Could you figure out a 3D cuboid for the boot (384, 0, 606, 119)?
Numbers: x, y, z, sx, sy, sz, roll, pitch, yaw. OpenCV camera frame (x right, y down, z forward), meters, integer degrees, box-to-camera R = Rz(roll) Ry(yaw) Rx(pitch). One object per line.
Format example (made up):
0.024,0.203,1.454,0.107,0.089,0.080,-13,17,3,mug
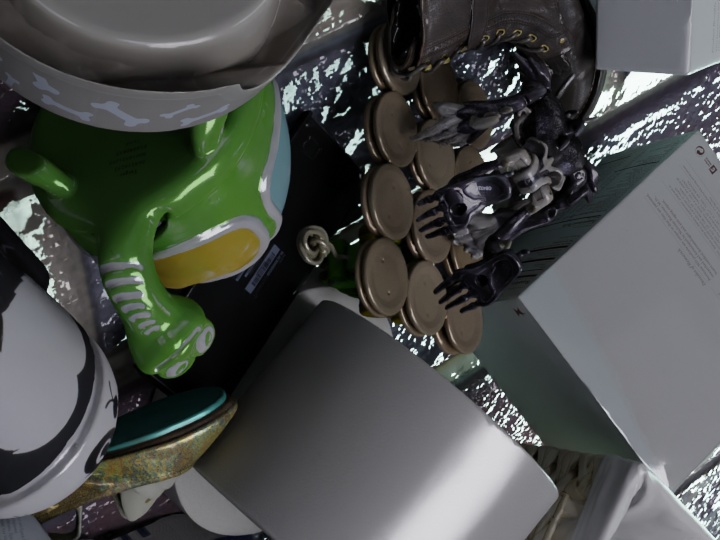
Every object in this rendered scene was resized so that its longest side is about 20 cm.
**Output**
0.084,-0.164,0.982,0.174,0.069,0.200,-29,124,-35,boot

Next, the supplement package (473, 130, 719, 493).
0.210,0.035,1.130,0.200,0.147,0.191,-41,100,-19,supplement package

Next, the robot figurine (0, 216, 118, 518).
-0.211,0.050,0.771,0.150,0.125,0.200,-49,139,-11,robot figurine

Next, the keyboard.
-0.081,-0.016,0.927,0.127,0.021,0.200,46,70,-40,keyboard

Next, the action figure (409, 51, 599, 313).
0.089,-0.063,0.946,0.119,0.102,0.200,65,33,-20,action figure

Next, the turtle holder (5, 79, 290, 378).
-0.094,-0.049,0.784,0.141,0.186,0.132,-34,139,-1,turtle holder

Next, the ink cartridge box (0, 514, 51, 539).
-0.225,0.227,0.877,0.199,0.041,0.200,-10,134,-13,ink cartridge box

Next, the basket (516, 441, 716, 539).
0.168,0.223,1.069,0.200,0.123,0.136,45,65,-42,basket

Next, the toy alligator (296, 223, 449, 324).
0.000,0.000,0.971,0.200,0.054,0.059,17,70,-55,toy alligator

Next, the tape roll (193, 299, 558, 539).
0.008,0.135,0.946,0.139,0.203,0.203,-50,141,-9,tape roll

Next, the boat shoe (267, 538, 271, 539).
-0.045,0.283,1.065,0.074,0.201,0.093,-13,160,6,boat shoe

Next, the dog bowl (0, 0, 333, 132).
-0.108,-0.155,0.698,0.200,0.200,0.059,-31,167,-28,dog bowl

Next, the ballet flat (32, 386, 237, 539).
-0.165,0.128,0.884,0.200,0.071,0.071,-17,131,-11,ballet flat

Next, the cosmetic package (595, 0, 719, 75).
0.238,-0.204,1.057,0.200,0.071,0.102,-24,117,-57,cosmetic package

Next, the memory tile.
0.044,-0.052,0.982,0.153,0.017,0.201,26,63,-52,memory tile

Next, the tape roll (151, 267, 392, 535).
-0.059,0.093,1.035,0.203,0.037,0.203,-26,132,-34,tape roll

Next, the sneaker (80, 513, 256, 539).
-0.156,0.242,1.014,0.199,0.081,0.115,0,120,-39,sneaker
